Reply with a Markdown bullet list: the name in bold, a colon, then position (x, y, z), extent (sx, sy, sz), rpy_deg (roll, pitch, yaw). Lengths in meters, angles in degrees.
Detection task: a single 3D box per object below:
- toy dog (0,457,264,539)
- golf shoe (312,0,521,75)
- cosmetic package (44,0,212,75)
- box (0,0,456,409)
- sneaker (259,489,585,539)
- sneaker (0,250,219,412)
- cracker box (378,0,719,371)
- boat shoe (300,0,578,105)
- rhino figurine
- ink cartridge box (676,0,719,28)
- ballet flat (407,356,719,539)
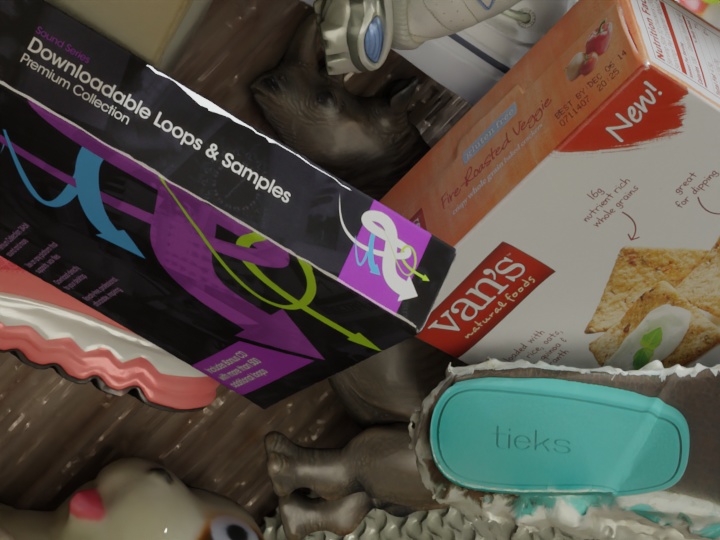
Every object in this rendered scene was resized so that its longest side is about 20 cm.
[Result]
- **toy dog**: position (-0.120, 0.151, 0.852), extent (0.199, 0.140, 0.195), rpy_deg (-31, 112, -4)
- **golf shoe**: position (0.018, -0.153, 0.726), extent (0.096, 0.079, 0.201), rpy_deg (-12, 144, -2)
- **cosmetic package**: position (-0.094, -0.108, 0.735), extent (0.103, 0.200, 0.073), rpy_deg (34, 67, -4)
- **box**: position (-0.084, -0.026, 0.751), extent (0.199, 0.143, 0.036), rpy_deg (32, 67, -13)
- **sneaker**: position (0.052, 0.125, 0.922), extent (0.198, 0.070, 0.100), rpy_deg (-13, 146, 8)
- **sneaker**: position (-0.135, -0.017, 0.845), extent (0.199, 0.074, 0.087), rpy_deg (21, 87, -23)
- **cracker box**: position (0.119, -0.002, 0.807), extent (0.199, 0.058, 0.134), rpy_deg (28, 124, -29)
- **boat shoe**: position (0.049, -0.100, 0.827), extent (0.199, 0.074, 0.067), rpy_deg (26, 112, -2)
- **rhino figurine**: position (0.000, 0.000, 0.872), extent (0.087, 0.060, 0.202), rpy_deg (-7, 91, 2)
- **ink cartridge box**: position (0.151, -0.077, 0.904), extent (0.119, 0.042, 0.200), rpy_deg (38, 96, -20)
- **ballet flat**: position (0.116, 0.065, 0.774), extent (0.198, 0.072, 0.072), rpy_deg (8, 106, 11)
